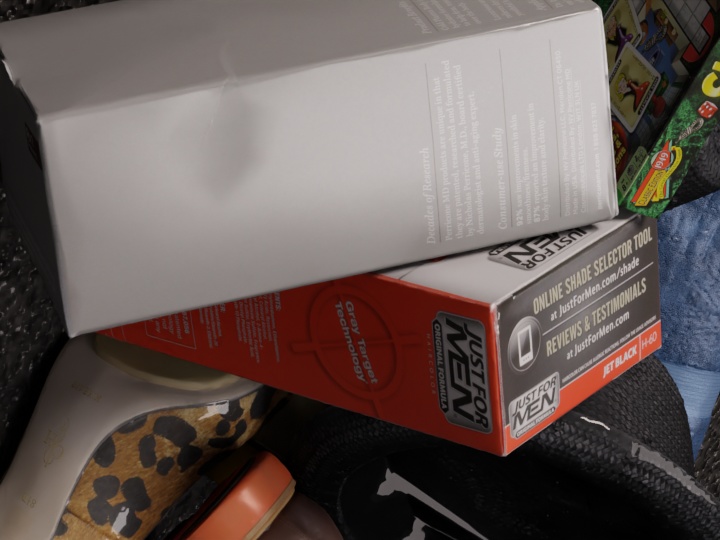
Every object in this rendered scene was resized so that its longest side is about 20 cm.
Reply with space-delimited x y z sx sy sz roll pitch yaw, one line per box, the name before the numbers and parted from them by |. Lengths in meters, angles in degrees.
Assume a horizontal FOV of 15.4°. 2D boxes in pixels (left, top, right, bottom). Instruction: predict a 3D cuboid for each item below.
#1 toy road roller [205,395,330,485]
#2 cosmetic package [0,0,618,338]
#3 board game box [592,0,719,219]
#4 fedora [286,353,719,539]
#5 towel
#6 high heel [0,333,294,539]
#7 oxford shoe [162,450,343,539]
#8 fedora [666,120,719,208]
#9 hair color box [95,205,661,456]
toy road roller | 0.017 0.071 1.168 0.200 0.146 0.123 35 85 -20
cosmetic package | -0.022 -0.051 0.916 0.199 0.107 0.091 -14 116 -11
board game box | 0.125 -0.128 0.912 0.023 0.105 0.200 15 120 -25
fedora | 0.070 0.074 1.045 0.201 0.200 0.092 69 30 -51
towel | 0.127 0.032 1.272 0.049 0.111 0.201 -98 -154 -73
high heel | -0.094 0.093 1.050 0.199 0.071 0.143 -23 133 -32
oxford shoe | -0.057 0.138 1.064 0.071 0.073 0.200 -48 -178 -26
fedora | 0.113 -0.093 1.073 0.200 0.091 0.202 28 58 -58
hair color box | 0.000 0.000 0.973 0.101 0.199 0.062 -29 123 -43
